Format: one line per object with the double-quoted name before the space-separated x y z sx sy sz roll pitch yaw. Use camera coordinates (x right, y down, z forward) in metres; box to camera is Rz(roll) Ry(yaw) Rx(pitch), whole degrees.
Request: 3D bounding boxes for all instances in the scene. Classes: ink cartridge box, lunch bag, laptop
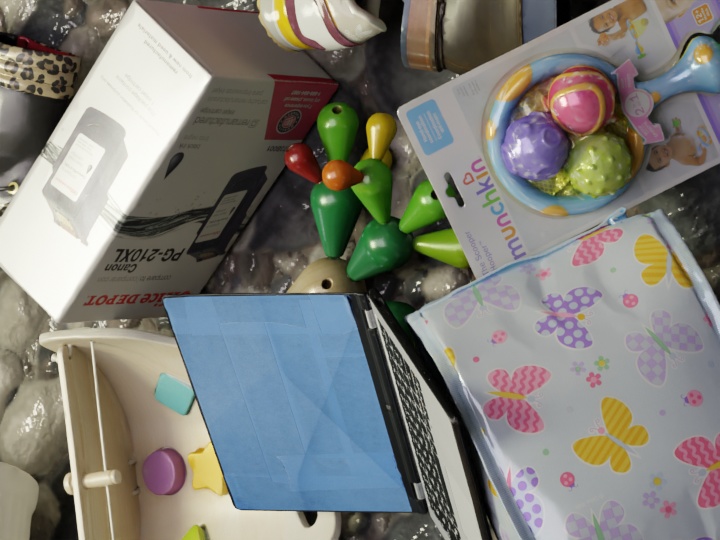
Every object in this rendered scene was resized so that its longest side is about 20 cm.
"ink cartridge box" -0.128 -0.067 1.732 0.084 0.145 0.200 44 113 24
"lunch bag" 0.138 0.081 1.542 0.169 0.127 0.201 -25 81 -7
"laptop" -0.012 0.115 1.589 0.115 0.188 0.200 -24 41 -9

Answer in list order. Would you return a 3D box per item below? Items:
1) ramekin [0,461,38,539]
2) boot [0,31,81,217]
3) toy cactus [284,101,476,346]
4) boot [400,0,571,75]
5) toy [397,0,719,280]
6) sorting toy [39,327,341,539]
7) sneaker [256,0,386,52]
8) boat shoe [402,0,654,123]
"ramekin" -0.317 0.191 1.818 0.200 0.200 0.098 -14 68 32
"boot" -0.281 -0.095 1.874 0.199 0.073 0.151 16 101 28
"toy cactus" 0.000 0.000 1.691 0.165 0.102 0.200 -40 79 37
"boot" 0.086 -0.209 1.572 0.096 0.075 0.201 12 106 14
"toy" 0.136 -0.084 1.543 0.199 0.047 0.116 -27 102 -5
"sorting toy" -0.100 0.129 1.752 0.179 0.107 0.201 -8 87 26
"sneaker" -0.001 -0.232 1.673 0.090 0.075 0.201 -1 77 39
"boat shoe" 0.105 -0.126 1.634 0.072 0.070 0.201 -45 63 2
